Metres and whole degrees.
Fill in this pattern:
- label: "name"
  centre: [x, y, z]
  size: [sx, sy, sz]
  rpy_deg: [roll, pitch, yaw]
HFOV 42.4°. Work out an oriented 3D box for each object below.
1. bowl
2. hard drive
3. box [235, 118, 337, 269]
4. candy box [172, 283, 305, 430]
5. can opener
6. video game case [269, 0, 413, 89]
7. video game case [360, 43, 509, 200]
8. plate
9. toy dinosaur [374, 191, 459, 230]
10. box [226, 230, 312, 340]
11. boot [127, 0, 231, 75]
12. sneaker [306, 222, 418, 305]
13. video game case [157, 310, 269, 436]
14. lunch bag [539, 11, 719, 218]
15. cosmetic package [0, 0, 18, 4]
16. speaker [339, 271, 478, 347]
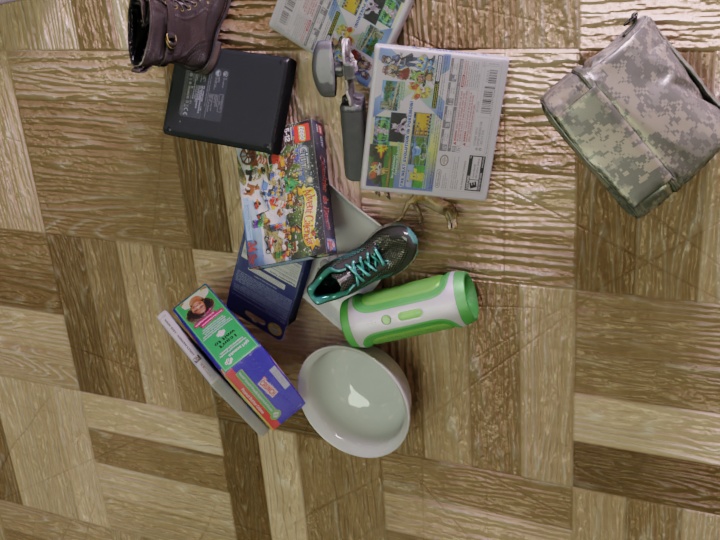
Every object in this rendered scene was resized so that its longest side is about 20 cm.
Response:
- label: "bowl"
  centre: [0.004, 0.192, 1.494]
  size: [0.199, 0.090, 0.204]
  rpy_deg: [12, 118, 23]
- label: "hard drive"
  centre: [-0.198, -0.259, 1.395]
  size: [0.198, 0.033, 0.141]
  rpy_deg: [13, 94, 24]
- label: "box"
  centre: [-0.113, -0.112, 1.389]
  size: [0.135, 0.038, 0.203]
  rpy_deg: [-11, 82, 24]
- label: "candy box"
  centre: [-0.195, 0.139, 1.488]
  size: [0.200, 0.077, 0.170]
  rpy_deg: [38, 164, 45]
- label: "can opener"
  centre: [-0.027, -0.223, 1.292]
  size: [0.066, 0.054, 0.202]
  rpy_deg: [0, 121, 6]
- label: "video game case"
  centre: [-0.018, -0.383, 1.279]
  size: [0.181, 0.022, 0.201]
  rpy_deg: [33, 122, 10]
- label: "video game case"
  centre: [0.098, -0.199, 1.265]
  size: [0.180, 0.022, 0.202]
  rpy_deg: [5, 115, -4]
- label: "plate"
  centre: [-0.049, -0.036, 1.454]
  size: [0.199, 0.032, 0.200]
  rpy_deg: [39, 125, 6]
- label: "toy dinosaur"
  centre: [0.070, -0.139, 1.346]
  size: [0.100, 0.058, 0.201]
  rpy_deg: [-30, 98, 18]
- label: "box"
  centre: [-0.143, 0.003, 1.483]
  size: [0.120, 0.032, 0.202]
  rpy_deg: [29, 122, 16]
- label: "boot"
  centre: [-0.259, -0.370, 1.307]
  size: [0.068, 0.174, 0.203]
  rpy_deg: [7, 96, 25]
- label: "sneaker"
  centre: [0.000, 0.000, 1.371]
  size: [0.199, 0.091, 0.078]
  rpy_deg: [-31, 98, 33]
- label: "video game case"
  centre: [-0.242, 0.172, 1.528]
  size: [0.182, 0.023, 0.201]
  rpy_deg: [42, 168, 37]
- label: "lunch bag"
  centre: [0.339, -0.186, 1.127]
  size: [0.167, 0.139, 0.200]
  rpy_deg: [-40, 94, 17]
- label: "cosmetic package"
  centre: [-0.539, -0.536, 1.394]
  size: [0.166, 0.167, 0.201]
  rpy_deg: [35, 122, 9]
- label: "speaker"
  centre: [0.072, 0.059, 1.389]
  size: [0.198, 0.089, 0.089]
  rpy_deg: [-14, 106, 20]
